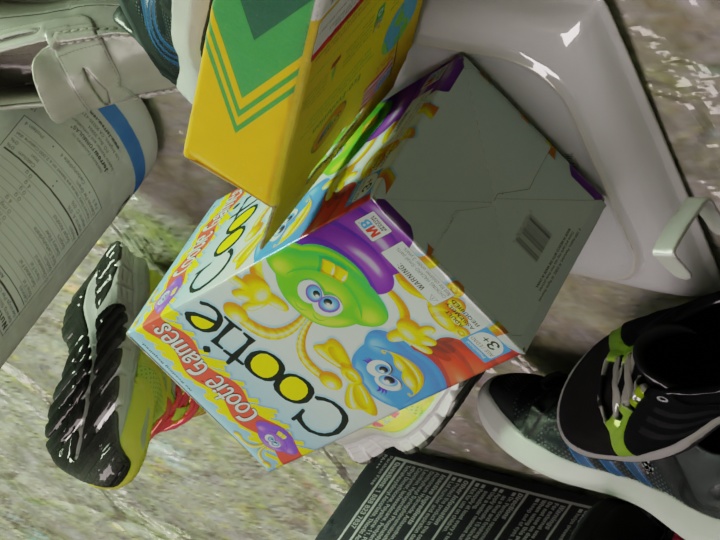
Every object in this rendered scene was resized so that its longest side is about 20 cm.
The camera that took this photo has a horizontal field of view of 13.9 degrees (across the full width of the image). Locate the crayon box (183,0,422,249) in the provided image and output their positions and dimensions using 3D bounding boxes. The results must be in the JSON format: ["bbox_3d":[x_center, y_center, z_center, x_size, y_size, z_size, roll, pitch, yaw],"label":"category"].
[{"bbox_3d":[-0.016,-0.117,1.268,0.051,0.127,0.200,30,142,12],"label":"crayon box"}]

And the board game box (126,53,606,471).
[{"bbox_3d":[0.000,0.000,1.390,0.103,0.105,0.200,44,140,-15],"label":"board game box"}]

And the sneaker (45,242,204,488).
[{"bbox_3d":[-0.118,0.061,1.659,0.090,0.200,0.078,32,118,-17],"label":"sneaker"}]

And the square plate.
[{"bbox_3d":[0.060,-0.065,1.405,0.198,0.028,0.200,13,145,38],"label":"square plate"}]

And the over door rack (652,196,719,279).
[{"bbox_3d":[0.246,0.007,1.243,0.200,0.067,0.147,30,161,-37],"label":"over door rack"}]

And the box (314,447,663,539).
[{"bbox_3d":[0.058,0.225,1.672,0.198,0.200,0.123,11,143,40],"label":"box"}]

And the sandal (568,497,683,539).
[{"bbox_3d":[0.152,0.164,1.547,0.045,0.075,0.200,23,-177,29],"label":"sandal"}]

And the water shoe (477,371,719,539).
[{"bbox_3d":[0.147,0.076,1.503,0.200,0.071,0.079,24,118,37],"label":"water shoe"}]

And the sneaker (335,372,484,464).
[{"bbox_3d":[0.009,0.047,1.585,0.090,0.078,0.200,42,153,-8],"label":"sneaker"}]

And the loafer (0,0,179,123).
[{"bbox_3d":[-0.139,-0.105,1.492,0.199,0.070,0.070,1,148,26],"label":"loafer"}]

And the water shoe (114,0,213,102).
[{"bbox_3d":[-0.083,-0.134,1.337,0.079,0.072,0.200,36,162,8],"label":"water shoe"}]

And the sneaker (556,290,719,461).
[{"bbox_3d":[0.150,0.039,1.390,0.083,0.072,0.200,13,156,-38],"label":"sneaker"}]

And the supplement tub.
[{"bbox_3d":[-0.211,-0.029,1.581,0.132,0.200,0.132,27,152,16],"label":"supplement tub"}]
